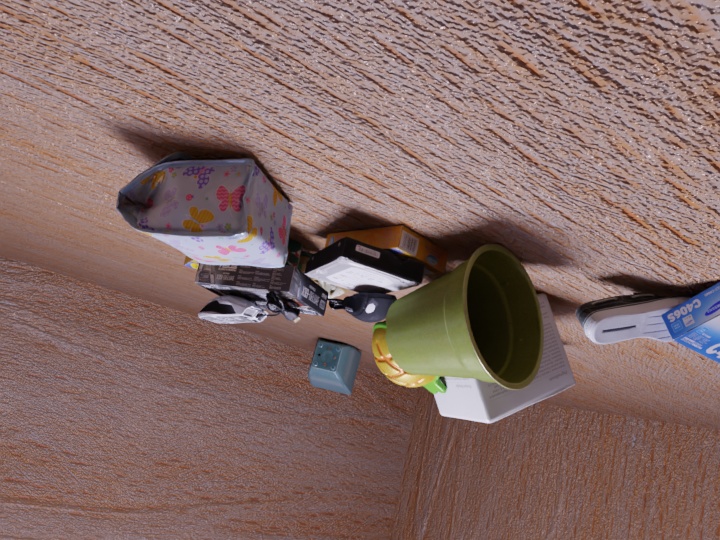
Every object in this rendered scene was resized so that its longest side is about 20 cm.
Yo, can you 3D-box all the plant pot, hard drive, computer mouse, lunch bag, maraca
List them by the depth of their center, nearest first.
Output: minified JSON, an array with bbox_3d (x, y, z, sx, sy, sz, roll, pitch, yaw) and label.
[{"bbox_3d":[-0.214,-0.080,0.822,0.196,0.130,0.170,0,166,13],"label":"lunch bag"},{"bbox_3d":[0.141,0.083,0.880,0.198,0.204,0.188,23,152,-37],"label":"plant pot"},{"bbox_3d":[0.000,0.000,0.949,0.137,0.039,0.199,19,167,-19],"label":"hard drive"},{"bbox_3d":[0.088,0.158,1.048,0.136,0.107,0.201,22,153,40],"label":"maraca"},{"bbox_3d":[0.031,0.072,1.049,0.138,0.047,0.199,8,172,-23],"label":"computer mouse"},{"bbox_3d":[-0.205,0.065,1.050,0.196,0.045,0.109,-3,163,24],"label":"computer mouse"},{"bbox_3d":[-0.123,0.401,2.550,0.192,0.200,0.201,10,158,14],"label":"plant pot"}]

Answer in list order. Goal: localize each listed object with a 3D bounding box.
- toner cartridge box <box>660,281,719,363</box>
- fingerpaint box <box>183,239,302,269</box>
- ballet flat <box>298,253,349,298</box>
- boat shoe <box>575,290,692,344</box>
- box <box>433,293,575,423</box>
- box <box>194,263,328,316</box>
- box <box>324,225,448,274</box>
[{"bbox_3d":[0.529,0.086,0.837,0.197,0.044,0.095,21,134,-30],"label":"toner cartridge box"},{"bbox_3d":[-0.230,-0.032,1.133,0.164,0.075,0.199,20,163,-27],"label":"fingerpaint box"},{"bbox_3d":[-0.079,0.025,1.235,0.068,0.064,0.199,5,164,34],"label":"ballet flat"},{"bbox_3d":[0.419,0.060,0.877,0.195,0.073,0.071,-2,-147,-9],"label":"boat shoe"},{"bbox_3d":[0.241,0.160,1.083,0.196,0.175,0.199,-16,175,-19],"label":"box"},{"bbox_3d":[-0.178,0.032,1.081,0.196,0.051,0.158,5,163,22],"label":"box"},{"bbox_3d":[0.031,-0.028,0.966,0.118,0.042,0.198,25,160,-39],"label":"box"}]
